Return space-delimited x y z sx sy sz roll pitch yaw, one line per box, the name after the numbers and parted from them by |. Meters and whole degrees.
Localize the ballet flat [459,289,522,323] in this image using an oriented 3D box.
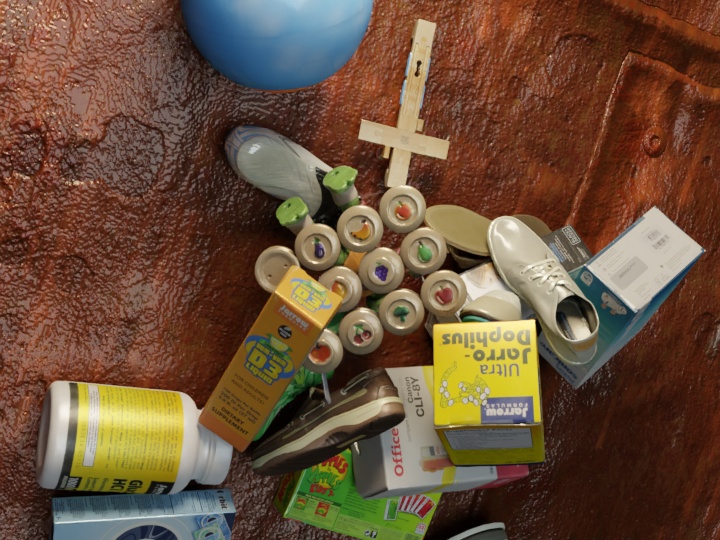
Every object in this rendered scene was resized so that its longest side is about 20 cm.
0.159 0.057 1.083 0.070 0.069 0.200 -51 153 -7 | ballet flat

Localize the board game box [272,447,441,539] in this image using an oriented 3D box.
0.000 0.280 1.202 0.198 0.048 0.103 23 90 -25 | board game box

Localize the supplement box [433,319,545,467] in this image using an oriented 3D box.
0.143 0.139 1.037 0.107 0.200 0.111 -4 67 10 | supplement box

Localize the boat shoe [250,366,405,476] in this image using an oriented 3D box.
-0.043 0.173 1.105 0.200 0.076 0.075 -26 154 16 | boat shoe

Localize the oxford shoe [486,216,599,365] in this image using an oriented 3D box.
0.215 0.015 1.107 0.074 0.058 0.201 -23 68 -15 | oxford shoe

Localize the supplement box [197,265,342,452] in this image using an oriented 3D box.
-0.097 0.095 1.001 0.066 0.069 0.201 34 119 2 | supplement box

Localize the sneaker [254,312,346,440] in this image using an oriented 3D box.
-0.075 0.121 1.126 0.083 0.074 0.201 35 85 -20 | sneaker

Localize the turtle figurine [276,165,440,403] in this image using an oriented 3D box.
0.000 0.000 1.053 0.195 0.142 0.201 57 32 -30 | turtle figurine

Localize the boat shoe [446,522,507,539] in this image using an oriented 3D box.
0.110 0.393 1.249 0.199 0.061 0.072 -21 147 -14 | boat shoe

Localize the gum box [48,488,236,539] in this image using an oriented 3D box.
-0.252 0.330 1.080 0.197 0.045 0.172 2 118 -22 | gum box

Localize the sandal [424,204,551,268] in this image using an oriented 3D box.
0.150 -0.028 1.199 0.210 0.078 0.070 1 138 -37 | sandal

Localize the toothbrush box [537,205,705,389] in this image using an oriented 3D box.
0.318 0.038 1.193 0.146 0.201 0.085 -35 68 -27 | toothbrush box

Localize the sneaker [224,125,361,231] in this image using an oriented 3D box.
-0.071 -0.107 1.094 0.199 0.073 0.072 32 105 -38 | sneaker

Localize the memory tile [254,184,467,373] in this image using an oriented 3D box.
0.000 0.011 1.010 0.198 0.017 0.155 -25 101 8 | memory tile

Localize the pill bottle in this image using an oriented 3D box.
-0.246 0.186 1.045 0.197 0.112 0.114 9 96 -23 | pill bottle

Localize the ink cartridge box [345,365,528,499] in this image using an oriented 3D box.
0.092 0.196 1.171 0.197 0.083 0.147 0 71 -25 | ink cartridge box

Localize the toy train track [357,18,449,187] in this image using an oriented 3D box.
0.056 -0.198 1.149 0.113 0.032 0.203 11 90 -17 | toy train track

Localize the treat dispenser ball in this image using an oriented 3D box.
-0.086 -0.285 0.976 0.198 0.201 0.204 -4 102 -22 | treat dispenser ball

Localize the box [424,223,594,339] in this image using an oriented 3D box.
0.184 0.029 1.193 0.198 0.117 0.061 -22 65 -18 | box
